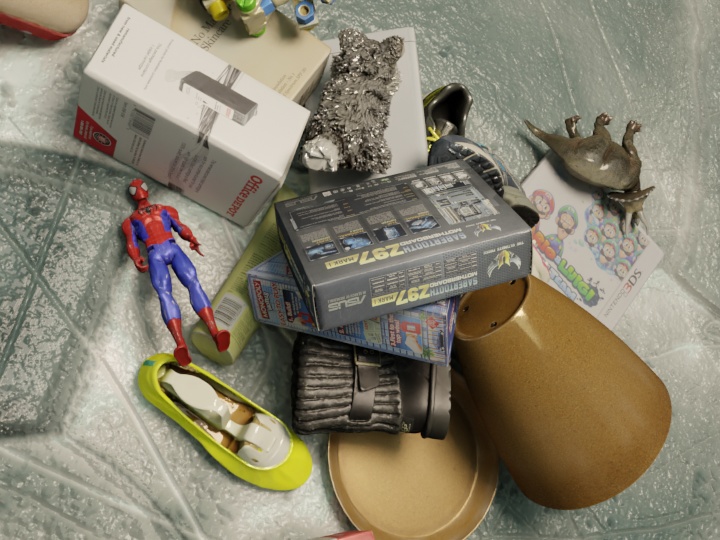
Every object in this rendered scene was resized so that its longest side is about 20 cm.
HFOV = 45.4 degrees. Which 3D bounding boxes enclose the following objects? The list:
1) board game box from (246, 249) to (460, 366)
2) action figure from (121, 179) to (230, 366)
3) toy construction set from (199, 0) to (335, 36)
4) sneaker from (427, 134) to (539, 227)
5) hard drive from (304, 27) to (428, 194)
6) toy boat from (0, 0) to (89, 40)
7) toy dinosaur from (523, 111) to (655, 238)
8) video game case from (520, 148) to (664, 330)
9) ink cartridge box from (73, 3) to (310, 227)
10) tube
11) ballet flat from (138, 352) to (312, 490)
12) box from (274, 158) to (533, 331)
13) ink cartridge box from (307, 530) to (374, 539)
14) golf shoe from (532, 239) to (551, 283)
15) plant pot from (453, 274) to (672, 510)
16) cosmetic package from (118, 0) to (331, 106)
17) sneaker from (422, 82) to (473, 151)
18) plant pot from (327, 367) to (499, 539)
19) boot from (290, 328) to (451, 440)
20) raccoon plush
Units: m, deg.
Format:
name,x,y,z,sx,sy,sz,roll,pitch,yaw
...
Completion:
name,x,y,z,sx,sy,sz,roll,pitch,yaw
board game box,0.000,0.000,0.838,0.196,0.063,0.201,3,35,12
action figure,-0.183,-0.010,0.820,0.065,0.052,0.201,-22,60,-14
toy construction set,-0.112,-0.316,0.842,0.130,0.092,0.202,-26,68,1
sneaker,0.120,-0.101,0.932,0.199,0.077,0.087,32,33,-53
hard drive,0.005,-0.163,0.937,0.129,0.027,0.204,-7,72,7
toy boat,-0.362,-0.280,0.806,0.199,0.129,0.133,2,68,-66
toy dinosaur,0.289,-0.136,1.037,0.198,0.077,0.103,29,52,-18
video game case,0.262,-0.032,1.049,0.200,0.024,0.182,46,63,-5
ink cartridge box,-0.165,-0.141,0.833,0.198,0.144,0.085,29,66,-13
tube,-0.099,0.004,0.879,0.051,0.058,0.201,13,55,28
ballet flat,-0.123,0.145,0.814,0.199,0.067,0.067,37,64,-10
box,0.033,-0.029,0.773,0.197,0.158,0.052,-15,122,-11
ink cartridge box,-0.078,0.317,0.785,0.197,0.067,0.119,-4,77,-25
golf shoe,0.161,0.025,0.933,0.091,0.075,0.201,-40,123,-13
plant pot,0.181,0.100,0.856,0.201,0.185,0.187,50,62,-25
cosmetic package,-0.141,-0.236,0.895,0.199,0.073,0.104,35,66,-2
sneaker,0.069,-0.130,0.962,0.074,0.085,0.203,24,68,-14
plant pot,0.054,0.191,0.899,0.197,0.027,0.204,6,74,-21
boot,0.010,0.070,0.864,0.155,0.080,0.214,5,49,-2
raccoon plush,0.000,-0.166,0.826,0.095,0.200,0.136,12,102,-6
